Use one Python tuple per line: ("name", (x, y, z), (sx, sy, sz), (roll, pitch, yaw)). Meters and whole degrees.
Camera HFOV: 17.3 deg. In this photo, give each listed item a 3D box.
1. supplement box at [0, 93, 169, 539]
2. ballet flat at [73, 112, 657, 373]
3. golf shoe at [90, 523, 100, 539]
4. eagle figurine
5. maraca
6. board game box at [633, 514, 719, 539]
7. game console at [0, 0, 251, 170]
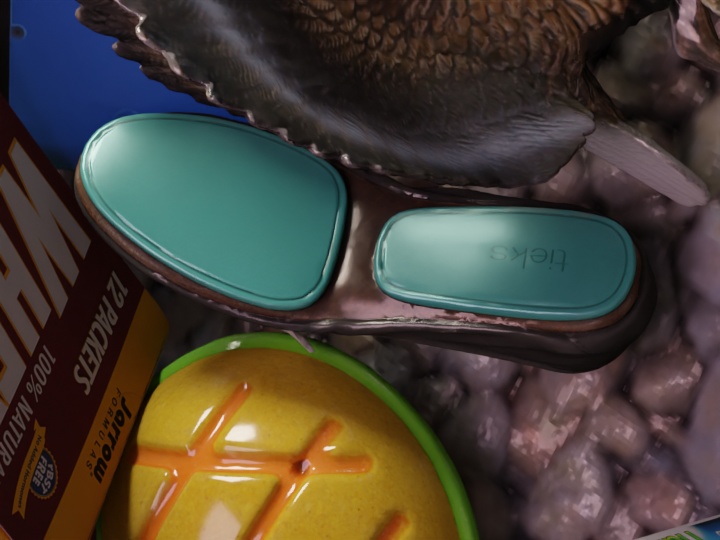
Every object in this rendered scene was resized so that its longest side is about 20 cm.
("supplement box", (-0.209, 0.018, 0.799), (0.200, 0.133, 0.197), (-15, 127, 27))
("ballet flat", (0.000, 0.000, 0.799), (0.200, 0.068, 0.068), (15, 68, 12))
("golf shoe", (-0.169, 0.119, 0.911), (0.200, 0.075, 0.092), (-2, 109, 41))
("eagle figurine", (0.017, -0.080, 0.738), (0.152, 0.200, 0.151), (91, 155, -58))
("maraca", (-0.016, 0.118, 0.826), (0.137, 0.107, 0.200), (-30, 83, 18))
("board game box", (0.109, 0.123, 0.669), (0.126, 0.200, 0.035), (31, 112, 33))
("game console", (-0.100, -0.146, 0.838), (0.170, 0.118, 0.200), (3, 112, -3))
